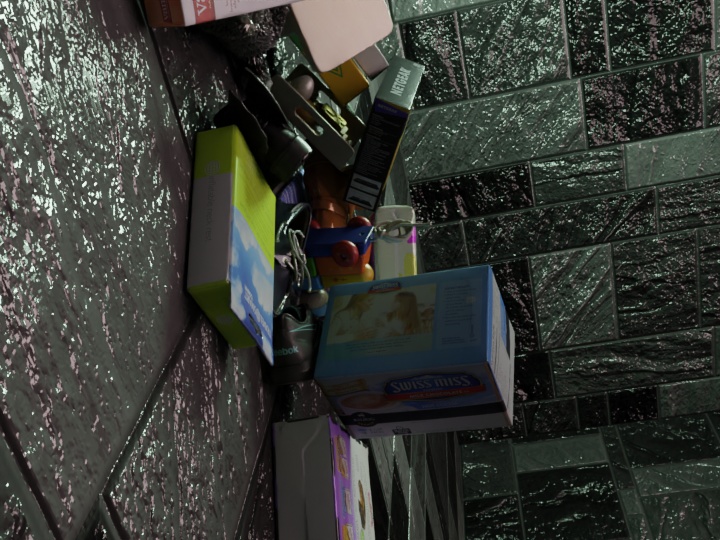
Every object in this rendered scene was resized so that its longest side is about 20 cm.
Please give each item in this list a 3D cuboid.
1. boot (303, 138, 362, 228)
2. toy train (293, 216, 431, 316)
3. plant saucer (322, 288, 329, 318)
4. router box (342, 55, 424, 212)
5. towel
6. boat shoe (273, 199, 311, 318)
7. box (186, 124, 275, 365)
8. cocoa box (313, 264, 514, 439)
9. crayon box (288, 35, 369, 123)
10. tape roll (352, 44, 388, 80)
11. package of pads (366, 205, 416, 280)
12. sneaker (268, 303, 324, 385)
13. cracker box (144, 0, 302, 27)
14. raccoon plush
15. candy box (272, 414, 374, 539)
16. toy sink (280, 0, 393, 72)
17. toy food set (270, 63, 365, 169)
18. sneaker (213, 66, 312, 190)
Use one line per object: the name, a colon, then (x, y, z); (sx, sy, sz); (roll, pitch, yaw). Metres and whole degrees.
boot: (-0.030, -0.090, 1.222); (0.200, 0.073, 0.157); (36, 42, -56)
toy train: (0.000, 0.000, 1.033); (0.085, 0.196, 0.117); (-61, 145, -57)
plant saucer: (-0.020, 0.080, 1.304); (0.200, 0.050, 0.204); (-9, 90, -82)
router box: (0.036, -0.200, 1.178); (0.201, 0.051, 0.159); (-71, 180, -58)
towel: (-0.077, -0.059, 1.168); (0.200, 0.023, 0.147); (-71, 150, -71)
boat shoe: (-0.089, -0.014, 0.930); (0.201, 0.061, 0.076); (-84, 163, -58)
box: (-0.120, -0.022, 0.789); (0.122, 0.047, 0.203); (66, 18, -56)
cocoa box: (0.065, 0.094, 0.928); (0.132, 0.197, 0.135); (62, 28, -44)
crayon box: (-0.055, -0.312, 1.147); (0.200, 0.051, 0.127); (49, 10, -29)
tape roll: (-0.033, -0.363, 1.173); (0.204, 0.037, 0.203); (51, 9, -11)
package of pads: (0.040, 0.015, 1.213); (0.154, 0.067, 0.204); (154, -64, -82)
sneaker: (-0.063, 0.074, 0.974); (0.200, 0.074, 0.081); (-44, 122, -79)
cracker box: (-0.111, -0.306, 0.742); (0.199, 0.057, 0.136); (-30, 123, -42)
raccoon plush: (-0.122, -0.243, 0.884); (0.202, 0.095, 0.135); (72, 20, -44)
candy box: (-0.037, 0.275, 0.948); (0.200, 0.070, 0.171); (60, 23, -65)
toy sink: (-0.069, -0.350, 0.985); (0.111, 0.130, 0.202); (11, -48, 56)
toy food set: (-0.053, -0.226, 1.142); (0.143, 0.060, 0.200); (43, 18, -8)
sneaker: (-0.111, -0.139, 0.873); (0.104, 0.060, 0.199); (41, -15, -12)
